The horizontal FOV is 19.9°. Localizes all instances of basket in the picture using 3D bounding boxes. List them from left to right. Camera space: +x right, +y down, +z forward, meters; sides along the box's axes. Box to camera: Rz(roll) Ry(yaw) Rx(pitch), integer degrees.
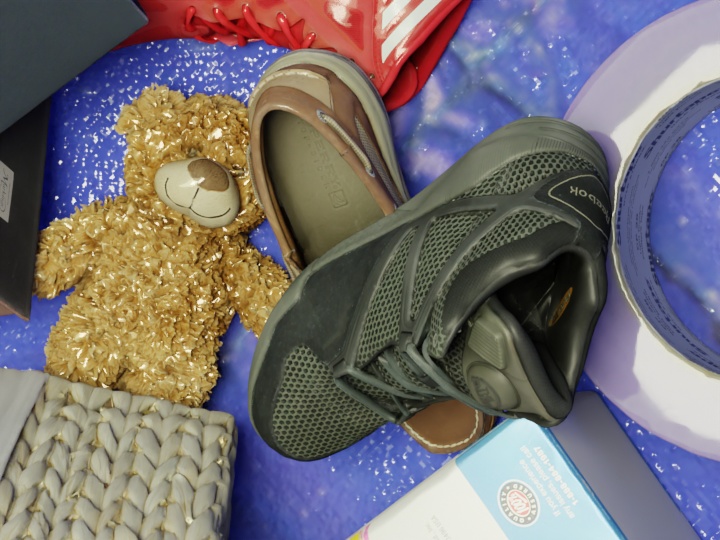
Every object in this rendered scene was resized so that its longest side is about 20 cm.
[{"bbox_3d":[-0.123,0.144,0.895,0.123,0.200,0.136,6,112,-2],"label":"basket"}]

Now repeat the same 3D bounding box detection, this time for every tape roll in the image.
[{"bbox_3d":[0.181,-0.018,0.881,0.199,0.085,0.201,0,89,19],"label":"tape roll"}]

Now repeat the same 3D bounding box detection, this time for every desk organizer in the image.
[{"bbox_3d":[-0.198,-0.077,0.976,0.077,0.072,0.201,-8,65,21],"label":"desk organizer"}]

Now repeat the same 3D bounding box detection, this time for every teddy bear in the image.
[{"bbox_3d":[-0.097,0.013,0.980,0.145,0.067,0.200,42,103,11],"label":"teddy bear"}]

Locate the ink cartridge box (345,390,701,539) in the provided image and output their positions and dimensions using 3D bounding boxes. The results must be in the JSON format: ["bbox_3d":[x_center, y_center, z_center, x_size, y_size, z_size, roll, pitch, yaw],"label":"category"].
[{"bbox_3d":[0.047,0.163,0.902,0.200,0.125,0.129,-37,79,15],"label":"ink cartridge box"}]

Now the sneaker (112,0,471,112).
[{"bbox_3d":[-0.041,-0.117,0.957,0.200,0.078,0.116,-23,82,18],"label":"sneaker"}]

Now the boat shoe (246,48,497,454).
[{"bbox_3d":[0.000,0.000,0.927,0.076,0.072,0.200,-25,102,22],"label":"boat shoe"}]

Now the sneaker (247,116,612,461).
[{"bbox_3d":[0.024,0.033,0.839,0.199,0.114,0.076,-38,120,26],"label":"sneaker"}]

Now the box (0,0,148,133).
[{"bbox_3d":[-0.213,-0.156,0.911,0.148,0.107,0.200,-35,59,4],"label":"box"}]
